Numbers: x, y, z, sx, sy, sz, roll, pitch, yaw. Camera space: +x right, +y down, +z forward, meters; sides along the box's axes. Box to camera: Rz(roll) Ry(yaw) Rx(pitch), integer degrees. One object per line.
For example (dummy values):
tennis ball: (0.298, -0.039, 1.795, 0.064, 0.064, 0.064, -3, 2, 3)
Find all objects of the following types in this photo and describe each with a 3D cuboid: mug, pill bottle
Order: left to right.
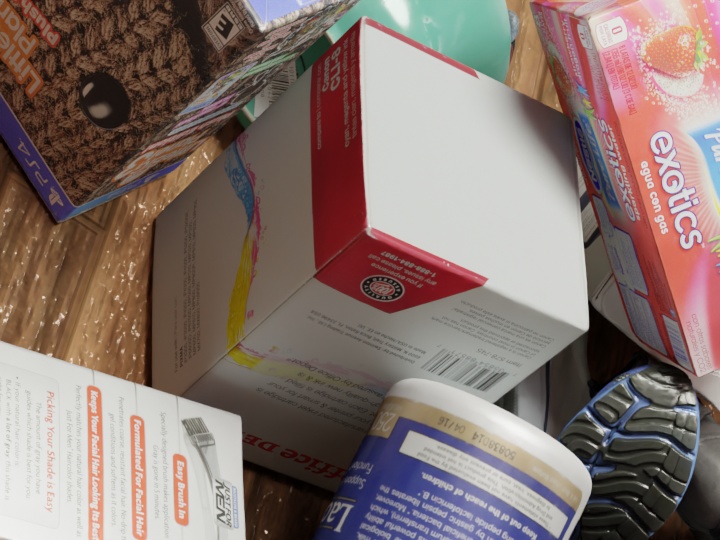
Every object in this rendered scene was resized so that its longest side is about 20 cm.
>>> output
mug: (0.002, -0.115, 1.615, 0.185, 0.152, 0.114, 50, 42, 9)
pill bottle: (0.024, 0.165, 1.417, 0.115, 0.116, 0.201, 32, 76, -21)

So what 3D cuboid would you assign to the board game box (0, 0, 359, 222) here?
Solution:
board game box: (-0.118, -0.150, 1.497, 0.097, 0.200, 0.160, -28, 81, -47)

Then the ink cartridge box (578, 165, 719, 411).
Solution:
ink cartridge box: (0.190, 0.007, 1.679, 0.145, 0.084, 0.200, 39, 6, -15)

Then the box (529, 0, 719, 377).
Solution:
box: (0.172, -0.060, 1.505, 0.094, 0.103, 0.201, -22, 104, -10)

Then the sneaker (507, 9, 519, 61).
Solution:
sneaker: (0.018, -0.190, 1.727, 0.200, 0.095, 0.079, 44, 41, -9)

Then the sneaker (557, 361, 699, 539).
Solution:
sneaker: (0.124, 0.128, 1.545, 0.075, 0.201, 0.079, 27, 27, 1)

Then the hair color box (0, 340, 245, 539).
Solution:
hair color box: (-0.152, 0.105, 1.392, 0.199, 0.064, 0.111, 19, 50, -30)

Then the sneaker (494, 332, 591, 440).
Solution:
sneaker: (0.100, 0.084, 1.627, 0.071, 0.073, 0.201, 30, 45, -19)

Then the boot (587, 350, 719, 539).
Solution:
boot: (0.190, 0.102, 1.643, 0.132, 0.070, 0.200, 47, -4, 10)

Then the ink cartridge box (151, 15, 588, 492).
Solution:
ink cartridge box: (0.000, 0.000, 1.501, 0.145, 0.200, 0.145, 23, 46, -29)
